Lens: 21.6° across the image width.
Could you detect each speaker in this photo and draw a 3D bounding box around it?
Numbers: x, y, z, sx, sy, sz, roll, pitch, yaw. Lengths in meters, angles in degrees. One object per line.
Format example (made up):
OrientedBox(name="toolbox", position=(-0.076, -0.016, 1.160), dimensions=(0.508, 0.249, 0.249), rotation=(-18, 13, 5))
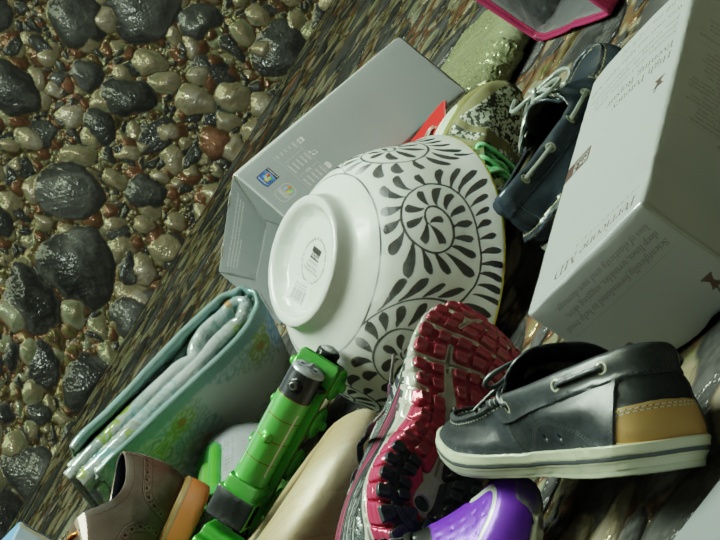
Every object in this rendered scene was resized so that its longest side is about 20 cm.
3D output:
OrientedBox(name="speaker", position=(-0.078, 0.173, 1.348), dimensions=(0.088, 0.088, 0.200), rotation=(-56, 11, 9))

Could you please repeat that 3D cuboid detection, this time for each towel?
OrientedBox(name="towel", position=(-0.130, 0.126, 1.458), dimensions=(0.200, 0.048, 0.171), rotation=(-43, -33, -17))
OrientedBox(name="towel", position=(0.101, -0.180, 1.696), dimensions=(0.148, 0.036, 0.200), rotation=(-63, 12, -22))

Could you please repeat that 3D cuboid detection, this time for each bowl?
OrientedBox(name="bowl", position=(0.000, 0.000, 1.243), dimensions=(0.201, 0.094, 0.201), rotation=(-26, 59, 54))

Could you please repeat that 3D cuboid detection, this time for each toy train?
OrientedBox(name="toy train", position=(-0.068, 0.136, 1.202), dimensions=(0.200, 0.042, 0.056), rotation=(-63, -16, 12))

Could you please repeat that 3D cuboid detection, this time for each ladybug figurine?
OrientedBox(name="ladybug figurine", position=(-0.027, 0.169, 1.136), dimensions=(0.200, 0.072, 0.136), rotation=(-55, 1, 36))

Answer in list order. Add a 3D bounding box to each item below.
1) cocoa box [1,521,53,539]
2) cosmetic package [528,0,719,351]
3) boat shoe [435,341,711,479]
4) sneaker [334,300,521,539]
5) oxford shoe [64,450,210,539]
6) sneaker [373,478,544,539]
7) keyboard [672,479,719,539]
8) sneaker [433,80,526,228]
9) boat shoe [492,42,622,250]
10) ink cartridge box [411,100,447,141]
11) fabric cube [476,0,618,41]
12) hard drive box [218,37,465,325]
OrientedBox(name="cocoa box", position=(-0.261, 0.316, 1.398), dimensions=(0.133, 0.131, 0.200), rotation=(-43, 19, 45))
OrientedBox(name="cosmetic package", position=(0.157, -0.051, 0.969), dimensions=(0.102, 0.074, 0.200), rotation=(-48, 13, 42))
OrientedBox(name="boat shoe", position=(0.094, 0.065, 0.879), dimensions=(0.200, 0.075, 0.062), rotation=(164, 99, -67))
OrientedBox(name="sneaker", position=(0.034, 0.093, 1.049), dimensions=(0.075, 0.081, 0.200), rotation=(-46, 9, 43))
OrientedBox(name="oxford shoe", position=(-0.168, 0.202, 1.220), dimensions=(0.071, 0.073, 0.200), rotation=(-52, 9, 43))
OrientedBox(name="sneaker", position=(0.007, 0.168, 0.931), dimensions=(0.200, 0.099, 0.070), rotation=(-53, 13, 22))
OrientedBox(name="keyboard", position=(0.124, 0.133, 0.764), dimensions=(0.200, 0.011, 0.056), rotation=(-54, 6, 13))
OrientedBox(name="sneaker", position=(0.088, -0.051, 1.321), dimensions=(0.089, 0.077, 0.200), rotation=(-21, 43, 56))
OrientedBox(name="boat shoe", position=(0.131, -0.091, 1.230), dimensions=(0.075, 0.062, 0.200), rotation=(-48, 13, 48))
OrientedBox(name="ink cartridge box", position=(0.033, -0.024, 1.460), dimensions=(0.200, 0.067, 0.116), rotation=(-54, 10, 18))
OrientedBox(name="fabric cube", position=(0.142, -0.326, 1.499), dimensions=(0.199, 0.196, 0.200), rotation=(-59, 10, -6))
OrientedBox(name="hard drive box", position=(-0.018, -0.073, 1.550), dimensions=(0.200, 0.077, 0.156), rotation=(-43, -15, -27))
